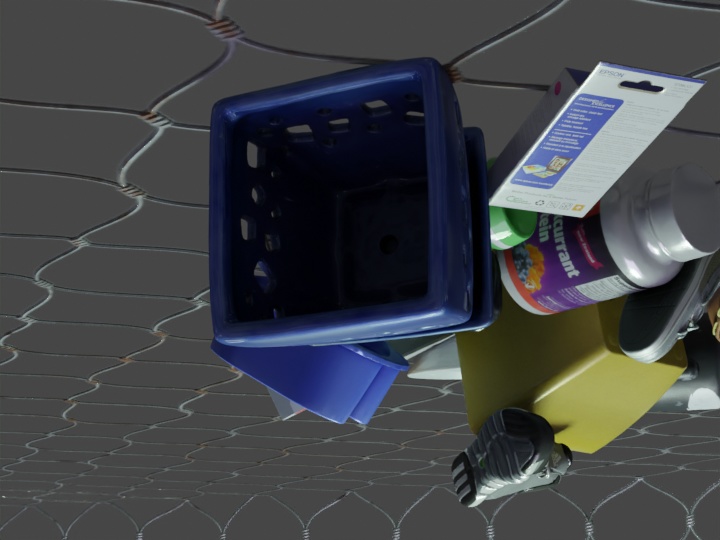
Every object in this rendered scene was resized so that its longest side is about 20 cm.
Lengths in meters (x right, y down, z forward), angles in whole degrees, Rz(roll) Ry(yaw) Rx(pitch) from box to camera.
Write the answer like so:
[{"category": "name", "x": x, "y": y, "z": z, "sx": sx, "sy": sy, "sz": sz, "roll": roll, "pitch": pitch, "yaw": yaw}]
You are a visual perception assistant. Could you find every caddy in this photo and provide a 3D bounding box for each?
[{"category": "caddy", "x": -0.048, "y": 0.067, "z": 1.268, "sx": 0.199, "sy": 0.106, "sz": 0.141, "roll": 28, "pitch": -176, "yaw": 21}]

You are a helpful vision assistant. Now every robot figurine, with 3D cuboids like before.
[{"category": "robot figurine", "x": 0.400, "y": 0.116, "z": 1.652, "sx": 0.198, "sy": 0.126, "sz": 0.151, "roll": -4, "pitch": 145, "yaw": 15}]

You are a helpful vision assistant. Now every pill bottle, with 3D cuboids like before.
[{"category": "pill bottle", "x": 0.229, "y": -0.032, "z": 1.188, "sx": 0.111, "sy": 0.113, "sz": 0.199, "roll": 14, "pitch": 158, "yaw": -38}]

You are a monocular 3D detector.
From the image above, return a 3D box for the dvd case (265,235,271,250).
[{"category": "dvd case", "x": 0.000, "y": 0.000, "z": 1.288, "sx": 0.198, "sy": 0.146, "sz": 0.022, "roll": 5, "pitch": 119, "yaw": -20}]

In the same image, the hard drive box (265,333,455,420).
[{"category": "hard drive box", "x": 0.002, "y": 0.081, "z": 1.441, "sx": 0.155, "sy": 0.077, "sz": 0.200, "roll": -30, "pitch": 174, "yaw": 28}]

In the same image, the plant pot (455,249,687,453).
[{"category": "plant pot", "x": 0.234, "y": 0.067, "z": 1.397, "sx": 0.199, "sy": 0.202, "sz": 0.176, "roll": 13, "pitch": 149, "yaw": -36}]

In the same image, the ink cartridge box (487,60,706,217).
[{"category": "ink cartridge box", "x": 0.181, "y": -0.110, "z": 1.030, "sx": 0.094, "sy": 0.037, "sz": 0.200, "roll": 6, "pitch": 151, "yaw": -19}]

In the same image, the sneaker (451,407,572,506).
[{"category": "sneaker", "x": 0.180, "y": 0.187, "z": 1.341, "sx": 0.114, "sy": 0.076, "sz": 0.200, "roll": -4, "pitch": 159, "yaw": -22}]

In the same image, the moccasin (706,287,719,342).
[{"category": "moccasin", "x": 0.436, "y": 0.028, "z": 1.430, "sx": 0.073, "sy": 0.078, "sz": 0.202, "roll": 6, "pitch": 157, "yaw": -11}]

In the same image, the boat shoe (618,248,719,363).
[{"category": "boat shoe", "x": 0.307, "y": 0.017, "z": 1.209, "sx": 0.074, "sy": 0.202, "sz": 0.065, "roll": -19, "pitch": 117, "yaw": 49}]

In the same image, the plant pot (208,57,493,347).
[{"category": "plant pot", "x": 0.004, "y": -0.037, "z": 1.044, "sx": 0.198, "sy": 0.202, "sz": 0.180, "roll": -7, "pitch": 168, "yaw": 22}]

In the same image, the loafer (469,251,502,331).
[{"category": "loafer", "x": 0.102, "y": 0.009, "z": 1.225, "sx": 0.068, "sy": 0.071, "sz": 0.201, "roll": -27, "pitch": -156, "yaw": 5}]

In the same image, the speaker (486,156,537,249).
[{"category": "speaker", "x": 0.059, "y": -0.047, "z": 1.189, "sx": 0.199, "sy": 0.089, "sz": 0.088, "roll": -12, "pitch": 159, "yaw": 34}]

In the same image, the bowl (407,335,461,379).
[{"category": "bowl", "x": 0.154, "y": 0.081, "z": 1.571, "sx": 0.199, "sy": 0.091, "sz": 0.201, "roll": -1, "pitch": 171, "yaw": 0}]
